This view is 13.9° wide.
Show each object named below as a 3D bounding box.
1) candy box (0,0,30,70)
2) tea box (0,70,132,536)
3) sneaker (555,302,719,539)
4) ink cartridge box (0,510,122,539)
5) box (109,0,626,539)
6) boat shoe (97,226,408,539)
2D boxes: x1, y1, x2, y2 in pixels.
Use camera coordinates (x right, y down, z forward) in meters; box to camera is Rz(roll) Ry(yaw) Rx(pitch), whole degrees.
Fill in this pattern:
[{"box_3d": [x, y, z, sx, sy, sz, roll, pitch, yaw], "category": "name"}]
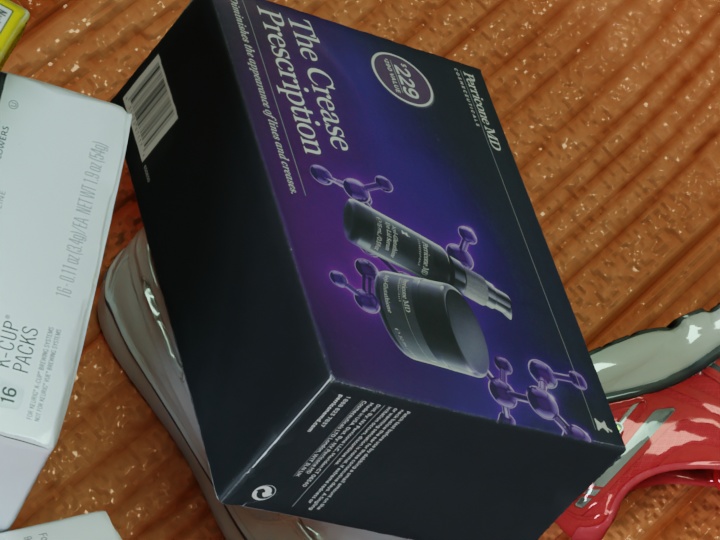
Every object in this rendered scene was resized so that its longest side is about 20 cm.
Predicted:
[{"box_3d": [-0.195, -0.026, 0.927, 0.102, 0.026, 0.200, 30, 64, -5], "category": "candy box"}, {"box_3d": [-0.203, 0.012, 1.035, 0.196, 0.200, 0.134, 15, 64, -11], "category": "tea box"}, {"box_3d": [0.157, 0.056, 1.206, 0.199, 0.077, 0.085, -22, 80, -13], "category": "sneaker"}, {"box_3d": [-0.165, 0.179, 0.998, 0.199, 0.146, 0.084, -11, 35, -20], "category": "ink cartridge box"}, {"box_3d": [0.000, 0.000, 1.116, 0.141, 0.079, 0.201, 17, 40, -37], "category": "box"}, {"box_3d": [-0.030, 0.065, 1.141, 0.074, 0.065, 0.200, -39, 82, -27], "category": "boat shoe"}]
